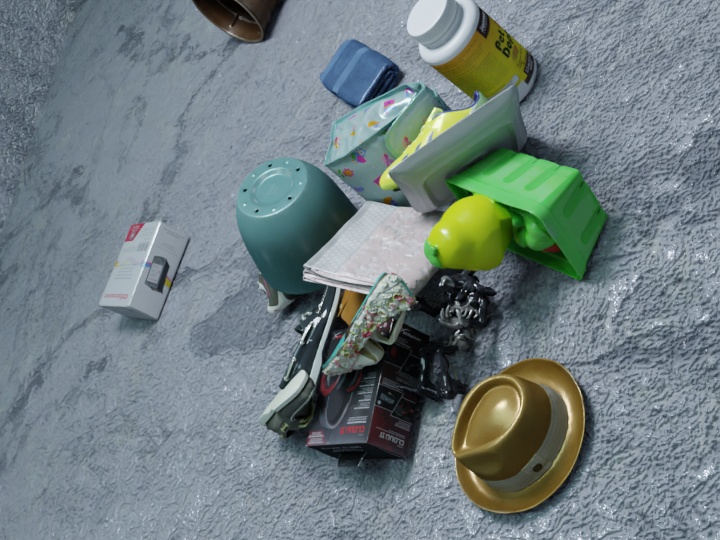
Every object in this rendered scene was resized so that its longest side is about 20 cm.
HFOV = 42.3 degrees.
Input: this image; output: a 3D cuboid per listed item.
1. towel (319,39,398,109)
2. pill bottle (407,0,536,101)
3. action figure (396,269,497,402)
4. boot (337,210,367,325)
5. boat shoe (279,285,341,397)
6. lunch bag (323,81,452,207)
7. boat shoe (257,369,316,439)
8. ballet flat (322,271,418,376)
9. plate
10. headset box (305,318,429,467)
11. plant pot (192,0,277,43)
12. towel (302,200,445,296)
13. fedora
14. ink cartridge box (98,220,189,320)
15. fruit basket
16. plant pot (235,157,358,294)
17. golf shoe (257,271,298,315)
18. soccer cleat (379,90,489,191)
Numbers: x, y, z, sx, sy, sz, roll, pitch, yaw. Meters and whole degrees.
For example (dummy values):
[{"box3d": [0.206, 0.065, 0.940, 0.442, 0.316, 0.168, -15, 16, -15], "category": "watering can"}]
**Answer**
[{"box3d": [-0.002, -0.363, 1.739, 0.112, 0.048, 0.200, -55, 35, 8], "category": "towel"}, {"box3d": [0.163, -0.327, 1.379, 0.109, 0.200, 0.110, -29, 46, 36], "category": "pill bottle"}, {"box3d": [0.115, 0.072, 1.249, 0.119, 0.102, 0.201, -3, 67, 55], "category": "action figure"}, {"box3d": [0.001, 0.000, 1.471, 0.144, 0.071, 0.201, -63, 19, 21], "category": "boot"}, {"box3d": [-0.077, 0.101, 1.475, 0.076, 0.060, 0.201, 98, -173, -68], "category": "boat shoe"}, {"box3d": [0.073, -0.186, 1.417, 0.200, 0.170, 0.122, -25, 40, 36], "category": "lunch bag"}, {"box3d": [-0.099, 0.205, 1.392, 0.072, 0.060, 0.202, -52, 2, -29], "category": "boat shoe"}, {"box3d": [0.012, 0.087, 1.239, 0.076, 0.064, 0.200, -44, -12, -51], "category": "ballet flat"}, {"box3d": [0.146, -0.153, 1.278, 0.199, 0.200, 0.032, -35, 73, 5], "category": "plate"}, {"box3d": [0.008, 0.181, 1.316, 0.148, 0.075, 0.201, -16, 55, 52], "category": "headset box"}, {"box3d": [-0.262, -0.673, 2.170, 0.200, 0.200, 0.199, 11, 67, 53], "category": "plant pot"}, {"box3d": [0.042, -0.035, 1.342, 0.191, 0.032, 0.200, 11, 40, 33], "category": "towel"}, {"box3d": [0.171, 0.188, 1.112, 0.200, 0.082, 0.201, -31, 44, 36], "category": "fedora"}, {"box3d": [-0.473, 0.000, 2.034, 0.147, 0.086, 0.201, 0, 68, 50], "category": "ink cartridge box"}, {"box3d": [0.182, -0.052, 1.201, 0.215, 0.156, 0.216, -26, 37, 22], "category": "fruit basket"}, {"box3d": [-0.112, -0.088, 1.529, 0.200, 0.161, 0.201, -13, 51, 17], "category": "plant pot"}, {"box3d": [-0.161, -0.009, 1.668, 0.088, 0.077, 0.200, -53, 35, 22], "category": "golf shoe"}, {"box3d": [0.106, -0.184, 1.332, 0.200, 0.084, 0.065, -32, 4, -1], "category": "soccer cleat"}]
